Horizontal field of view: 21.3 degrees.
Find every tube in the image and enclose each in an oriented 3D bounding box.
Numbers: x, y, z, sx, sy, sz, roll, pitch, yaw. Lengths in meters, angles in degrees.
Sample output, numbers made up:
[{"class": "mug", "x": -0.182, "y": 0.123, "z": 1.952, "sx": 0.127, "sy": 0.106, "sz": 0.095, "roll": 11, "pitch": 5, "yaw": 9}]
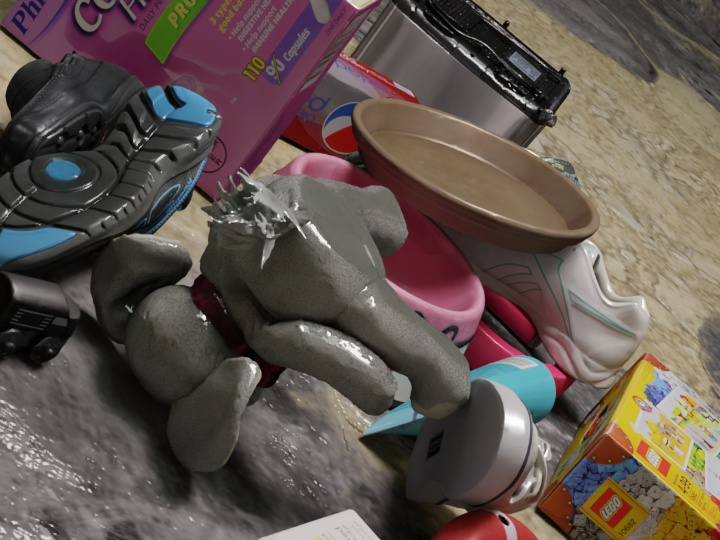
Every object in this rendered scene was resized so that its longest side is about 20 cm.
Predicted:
[{"class": "tube", "x": 0.075, "y": 0.087, "z": 1.274, "sx": 0.200, "sy": 0.077, "sz": 0.051, "roll": -2, "pitch": 69, "yaw": -65}]

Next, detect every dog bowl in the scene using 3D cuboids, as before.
[{"class": "dog bowl", "x": 0.000, "y": 0.000, "z": 1.313, "sx": 0.200, "sy": 0.074, "sz": 0.200, "roll": 34, "pitch": 21, "yaw": -15}]

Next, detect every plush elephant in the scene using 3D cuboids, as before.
[{"class": "plush elephant", "x": -0.060, "y": 0.030, "z": 1.069, "sx": 0.200, "sy": 0.155, "sz": 0.165, "roll": 25, "pitch": 33, "yaw": -51}]

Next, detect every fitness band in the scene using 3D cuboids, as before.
[{"class": "fitness band", "x": 0.085, "y": 0.023, "z": 1.469, "sx": 0.200, "sy": 0.037, "sz": 0.144, "roll": 43, "pitch": 24, "yaw": 12}]

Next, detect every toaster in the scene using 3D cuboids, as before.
[{"class": "toaster", "x": 0.087, "y": -0.168, "z": 1.736, "sx": 0.181, "sy": 0.119, "sz": 0.200, "roll": 39, "pitch": 20, "yaw": 1}]

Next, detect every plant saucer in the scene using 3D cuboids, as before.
[{"class": "plant saucer", "x": 0.081, "y": -0.067, "z": 1.402, "sx": 0.199, "sy": 0.030, "sz": 0.200, "roll": 22, "pitch": 22, "yaw": -9}]

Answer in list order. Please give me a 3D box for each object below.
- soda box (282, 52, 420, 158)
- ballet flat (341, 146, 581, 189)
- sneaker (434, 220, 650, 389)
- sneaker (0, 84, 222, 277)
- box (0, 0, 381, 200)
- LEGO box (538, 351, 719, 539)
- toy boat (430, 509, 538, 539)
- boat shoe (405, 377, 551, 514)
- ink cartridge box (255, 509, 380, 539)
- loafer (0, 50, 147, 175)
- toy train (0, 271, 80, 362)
[{"class": "soda box", "x": -0.041, "y": -0.144, "z": 1.539, "sx": 0.200, "sy": 0.070, "sz": 0.064, "roll": 26, "pitch": 25, "yaw": -32}, {"class": "ballet flat", "x": 0.079, "y": -0.076, "z": 1.523, "sx": 0.199, "sy": 0.075, "sz": 0.074, "roll": 12, "pitch": 24, "yaw": -3}, {"class": "sneaker", "x": 0.138, "y": -0.005, "z": 1.452, "sx": 0.200, "sy": 0.080, "sz": 0.070, "roll": 43, "pitch": 26, "yaw": 13}, {"class": "sneaker", "x": -0.151, "y": -0.035, "z": 1.129, "sx": 0.073, "sy": 0.082, "sz": 0.200, "roll": 31, "pitch": 40, "yaw": 19}, {"class": "box", "x": -0.116, "y": -0.186, "z": 1.350, "sx": 0.200, "sy": 0.176, "sz": 0.097, "roll": 40, "pitch": 20, "yaw": 1}, {"class": "LEGO box", "x": 0.221, "y": 0.157, "z": 1.358, "sx": 0.149, "sy": 0.077, "sz": 0.200, "roll": 41, "pitch": 21, "yaw": 3}, {"class": "toy boat", "x": 0.114, "y": 0.203, "z": 1.009, "sx": 0.130, "sy": 0.131, "sz": 0.200, "roll": 11, "pitch": 35, "yaw": -52}, {"class": "boat shoe", "x": 0.077, "y": 0.112, "z": 1.106, "sx": 0.065, "sy": 0.072, "sz": 0.200, "roll": 16, "pitch": -17, "yaw": -8}, {"class": "ink cartridge box", "x": -0.034, "y": 0.188, "z": 0.882, "sx": 0.116, "sy": 0.067, "sz": 0.200, "roll": 46, "pitch": 22, "yaw": 18}, {"class": "loafer", "x": -0.194, "y": -0.097, "z": 1.202, "sx": 0.070, "sy": 0.068, "sz": 0.201, "roll": 27, "pitch": 18, "yaw": 1}, {"class": "toy train", "x": -0.219, "y": 0.011, "z": 0.959, "sx": 0.200, "sy": 0.046, "sz": 0.034, "roll": 14, "pitch": 32, "yaw": -49}]
